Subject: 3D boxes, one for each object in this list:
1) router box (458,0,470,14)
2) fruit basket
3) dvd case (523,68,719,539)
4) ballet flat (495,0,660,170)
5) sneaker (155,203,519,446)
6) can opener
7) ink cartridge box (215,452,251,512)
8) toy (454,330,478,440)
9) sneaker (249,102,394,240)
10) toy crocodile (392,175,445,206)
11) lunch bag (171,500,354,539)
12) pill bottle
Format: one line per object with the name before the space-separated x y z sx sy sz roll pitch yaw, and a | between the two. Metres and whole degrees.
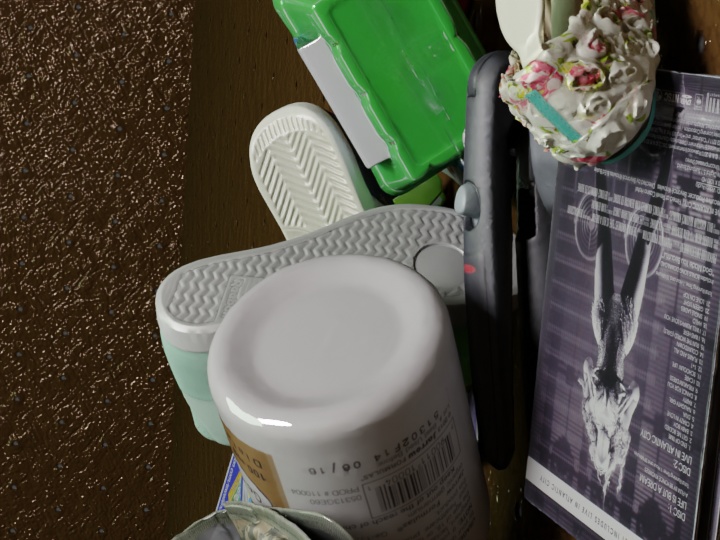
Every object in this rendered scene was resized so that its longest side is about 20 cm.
router box | 0.025 -0.205 1.025 0.202 0.048 0.181 -100 16 -44
fruit basket | 0.010 -0.118 0.855 0.187 0.093 0.200 59 175 -14
dvd case | 0.112 0.019 0.621 0.149 0.016 0.203 -150 63 -69
ballet flat | 0.085 -0.128 0.630 0.076 0.063 0.202 -43 31 36
sneaker | -0.004 0.036 0.810 0.119 0.197 0.074 86 173 -48
can opener | 0.074 -0.005 0.724 0.079 0.062 0.203 -146 59 -75
ink cartridge box | -0.044 0.215 0.938 0.200 0.046 0.200 45 122 52
toy | 0.033 0.071 0.942 0.200 0.046 0.117 130 143 -70
sneaker | 0.000 0.000 0.871 0.084 0.074 0.203 -32 -73 -73
toy crocodile | -0.017 0.015 0.952 0.200 0.062 0.068 -50 -7 -12
lunch bag | -0.021 0.196 0.636 0.165 0.117 0.200 61 179 -13
pill bottle | 0.003 0.102 0.737 0.115 0.113 0.202 -103 -2 -50
